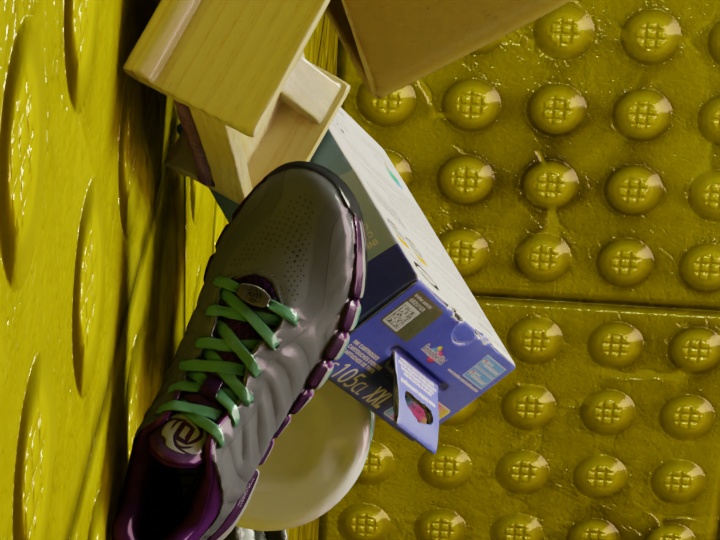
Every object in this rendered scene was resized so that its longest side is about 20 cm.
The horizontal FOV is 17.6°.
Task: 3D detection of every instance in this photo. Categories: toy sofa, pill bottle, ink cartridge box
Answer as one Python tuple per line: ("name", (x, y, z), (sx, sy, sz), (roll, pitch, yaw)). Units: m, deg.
("toy sofa", (-0.067, -0.096, 1.079), (0.083, 0.097, 0.200), (-61, 175, -8))
("pill bottle", (-0.048, 0.084, 1.333), (0.200, 0.113, 0.113), (17, 77, -89))
("ink cartridge box", (0.000, 0.000, 1.212), (0.200, 0.076, 0.136), (58, 9, 33))

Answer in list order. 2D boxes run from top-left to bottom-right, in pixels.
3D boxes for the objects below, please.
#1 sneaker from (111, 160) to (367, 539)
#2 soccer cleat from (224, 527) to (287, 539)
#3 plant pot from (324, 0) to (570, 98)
("sneaker", (-0.055, 0.050, 1.042), (0.088, 0.074, 0.200), (-44, 157, -75))
("soccer cleat", (-0.082, 0.124, 1.487), (0.084, 0.065, 0.201), (-30, -124, 55))
("plant pot", (0.053, -0.231, 1.112), (0.194, 0.200, 0.196), (-114, -176, -64))
